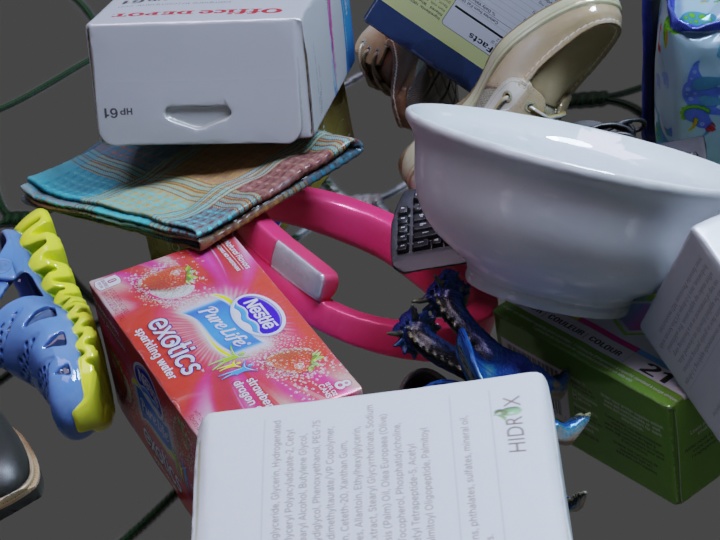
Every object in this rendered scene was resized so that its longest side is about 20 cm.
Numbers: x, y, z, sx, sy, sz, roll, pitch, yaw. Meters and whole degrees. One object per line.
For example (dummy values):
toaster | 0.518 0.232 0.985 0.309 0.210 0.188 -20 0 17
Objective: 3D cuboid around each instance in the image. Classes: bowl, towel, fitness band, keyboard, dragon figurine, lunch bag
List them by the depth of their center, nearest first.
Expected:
dragon figurine | 0.067 0.071 1.186 0.099 0.059 0.200 27 24 -16
bowl | 0.114 -0.029 1.222 0.200 0.091 0.201 12 10 -2
keyboard | 0.113 -0.057 1.338 0.199 0.040 0.104 -10 38 11
fitness band | 0.000 0.000 1.376 0.143 0.038 0.200 4 24 -37
towel | -0.113 -0.068 1.422 0.146 0.022 0.200 -34 30 -31
lunch bag | 0.251 -0.143 1.454 0.127 0.171 0.200 1 35 9

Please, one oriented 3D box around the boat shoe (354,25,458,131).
boat shoe | 0.034 -0.153 1.617 0.071 0.076 0.200 -7 24 10

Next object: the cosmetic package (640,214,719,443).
cosmetic package | 0.239 0.069 1.132 0.071 0.102 0.200 -21 64 -24

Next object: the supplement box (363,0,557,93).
supplement box | 0.125 -0.244 1.535 0.134 0.200 0.200 34 25 -2

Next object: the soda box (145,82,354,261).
soda box | -0.076 -0.070 1.515 0.064 0.068 0.200 7 37 24

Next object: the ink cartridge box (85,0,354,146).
ink cartridge box | -0.089 -0.151 1.461 0.144 0.085 0.200 -1 21 8

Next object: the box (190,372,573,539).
box | 0.020 0.188 0.992 0.170 0.200 0.200 -7 34 4

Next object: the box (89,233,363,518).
box | -0.076 0.072 1.279 0.099 0.096 0.200 -20 35 -17

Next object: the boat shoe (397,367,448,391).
boat shoe | 0.045 0.130 1.200 0.067 0.057 0.200 -10 34 -2

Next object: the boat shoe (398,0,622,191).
boat shoe | 0.107 -0.103 1.439 0.072 0.200 0.065 12 43 -47

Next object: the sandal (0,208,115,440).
sandal | -0.210 0.042 1.368 0.087 0.080 0.200 -17 36 -14

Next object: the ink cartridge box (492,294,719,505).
ink cartridge box | 0.200 0.033 1.290 0.200 0.076 0.148 -32 40 -28

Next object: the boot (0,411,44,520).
boot | -0.268 0.055 1.312 0.077 0.139 0.200 -28 39 -26

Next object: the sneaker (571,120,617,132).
sneaker | 0.149 -0.049 1.418 0.074 0.082 0.200 -3 34 10
